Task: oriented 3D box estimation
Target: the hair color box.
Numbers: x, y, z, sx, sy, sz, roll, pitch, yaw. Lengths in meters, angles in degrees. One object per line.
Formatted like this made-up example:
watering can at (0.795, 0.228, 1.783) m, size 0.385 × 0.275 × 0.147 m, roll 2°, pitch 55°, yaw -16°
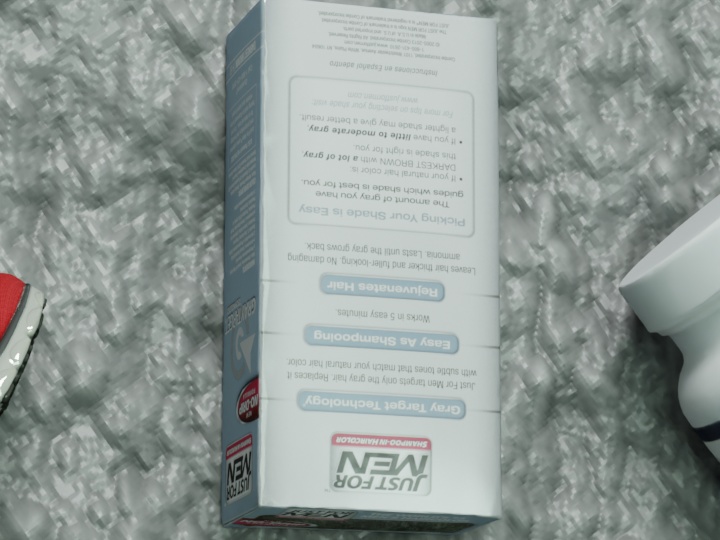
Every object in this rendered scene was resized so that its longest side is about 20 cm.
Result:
hair color box at (0.000, 0.000, 1.154) m, size 0.099 × 0.061 × 0.200 m, roll 4°, pitch 76°, yaw -17°

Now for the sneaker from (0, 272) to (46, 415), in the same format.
sneaker at (-0.193, 0.065, 1.070) m, size 0.085 × 0.077 × 0.200 m, roll 42°, pitch 69°, yaw 0°

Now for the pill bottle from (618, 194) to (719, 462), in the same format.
pill bottle at (0.199, 0.055, 1.178) m, size 0.116 × 0.116 × 0.200 m, roll -39°, pitch 93°, yaw -21°
